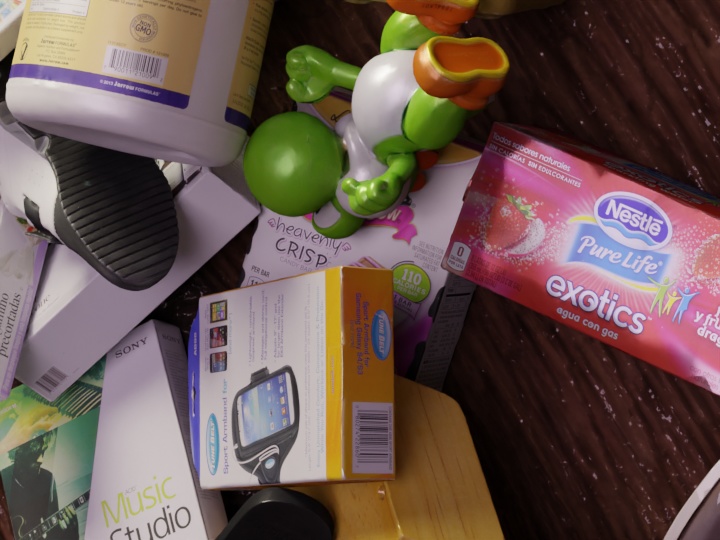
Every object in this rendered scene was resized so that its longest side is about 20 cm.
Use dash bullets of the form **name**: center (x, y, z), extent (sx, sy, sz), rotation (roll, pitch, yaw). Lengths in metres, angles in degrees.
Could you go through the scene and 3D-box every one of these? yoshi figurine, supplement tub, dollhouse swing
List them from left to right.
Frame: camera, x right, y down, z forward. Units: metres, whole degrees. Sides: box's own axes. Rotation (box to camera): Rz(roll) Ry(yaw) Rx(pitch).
- **supplement tub**: center (-0.119, -0.172, 1.387), extent (0.144, 0.145, 0.202), rotation (11, 87, 22)
- **yoshi figurine**: center (-0.004, -0.084, 1.351), extent (0.112, 0.113, 0.200), rotation (37, 139, 1)
- **dollhouse swing**: center (0.053, 0.180, 1.434), extent (0.201, 0.175, 0.183), rotation (117, 147, -42)

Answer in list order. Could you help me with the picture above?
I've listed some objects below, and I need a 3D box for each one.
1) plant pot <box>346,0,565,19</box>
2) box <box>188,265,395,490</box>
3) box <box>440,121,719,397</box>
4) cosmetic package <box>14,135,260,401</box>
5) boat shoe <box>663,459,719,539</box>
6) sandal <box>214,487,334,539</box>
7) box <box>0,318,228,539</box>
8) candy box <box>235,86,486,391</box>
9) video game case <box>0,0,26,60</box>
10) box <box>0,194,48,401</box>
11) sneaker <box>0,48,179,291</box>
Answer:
- **plant pot**: center (0.058, -0.254, 1.379), extent (0.193, 0.195, 0.202), rotation (10, 104, 23)
- **box**: center (-0.045, 0.067, 1.395), extent (0.200, 0.041, 0.120), rotation (-12, 77, 61)
- **box**: center (0.161, -0.008, 1.384), extent (0.199, 0.100, 0.096), rotation (25, 101, 21)
- **cosmetic package**: center (-0.151, -0.012, 1.520), extent (0.051, 0.083, 0.200), rotation (37, 114, -27)
- **boat shoe**: center (0.241, 0.115, 1.372), extent (0.059, 0.072, 0.201), rotation (37, 102, 17)
- **sandal**: center (-0.079, 0.200, 1.417), extent (0.075, 0.045, 0.200), rotation (23, 135, -12)
- **box**: center (-0.160, 0.150, 1.537), extent (0.144, 0.036, 0.201), rotation (-26, 65, 22)
- **candy box**: center (0.000, 0.000, 1.475), extent (0.136, 0.061, 0.201), rotation (21, 99, 22)
- **video game case**: center (-0.272, -0.189, 1.521), extent (0.181, 0.200, 0.022), rotation (12, 129, 22)
- **box**: center (-0.228, -0.009, 1.527), extent (0.041, 0.039, 0.201), rotation (-22, 48, 47)
- **sneaker**: center (-0.179, -0.050, 1.476), extent (0.200, 0.074, 0.089), rotation (53, 145, 28)
